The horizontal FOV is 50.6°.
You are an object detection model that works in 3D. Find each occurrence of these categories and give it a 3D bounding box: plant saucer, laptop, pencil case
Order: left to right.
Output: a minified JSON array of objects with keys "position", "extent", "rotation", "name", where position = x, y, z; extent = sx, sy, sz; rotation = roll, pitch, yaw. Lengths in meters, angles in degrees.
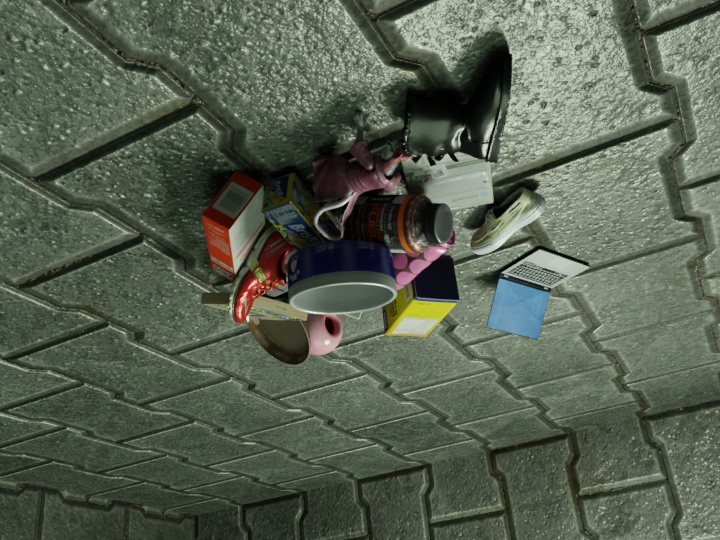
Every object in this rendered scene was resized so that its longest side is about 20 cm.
[{"position":[-0.188,0.129,1.774],"extent":[0.032,0.201,0.200],"rotation":[-41,180,-41],"name":"plant saucer"},{"position":[0.115,-0.044,1.571],"extent":[0.091,0.094,0.200],"rotation":[48,136,-3],"name":"pencil case"},{"position":[0.419,0.059,1.793],"extent":[0.185,0.118,0.199],"rotation":[14,146,-35],"name":"laptop"}]

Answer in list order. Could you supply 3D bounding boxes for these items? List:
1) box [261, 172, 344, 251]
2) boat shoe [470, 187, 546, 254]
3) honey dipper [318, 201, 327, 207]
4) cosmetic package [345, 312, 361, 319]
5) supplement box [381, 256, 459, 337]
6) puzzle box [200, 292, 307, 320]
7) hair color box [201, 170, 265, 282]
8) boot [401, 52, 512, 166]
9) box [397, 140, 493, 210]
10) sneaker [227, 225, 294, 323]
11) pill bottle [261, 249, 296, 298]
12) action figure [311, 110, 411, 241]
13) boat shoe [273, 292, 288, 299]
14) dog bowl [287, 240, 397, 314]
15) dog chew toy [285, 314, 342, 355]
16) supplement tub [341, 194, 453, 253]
[{"position":[-0.101,-0.084,1.395],"extent":[0.063,0.071,0.200],"rotation":[-13,142,22],"name":"box"},{"position":[0.283,-0.103,1.528],"extent":[0.062,0.073,0.200],"rotation":[34,134,-17],"name":"boat shoe"},{"position":[-0.064,-0.134,1.419],"extent":[0.037,0.038,0.200],"rotation":[9,145,-27],"name":"honey dipper"},{"position":[-0.037,0.053,1.620],"extent":[0.100,0.072,0.200],"rotation":[20,177,0],"name":"cosmetic package"},{"position":[0.131,0.061,1.742],"extent":[0.107,0.111,0.200],"rotation":[4,150,-19],"name":"supplement box"},{"position":[-0.221,0.077,1.601],"extent":[0.131,0.026,0.199],"rotation":[0,167,35],"name":"puzzle box"},{"position":[-0.228,-0.075,1.396],"extent":[0.063,0.112,0.201],"rotation":[27,152,11],"name":"hair color box"},{"position":[0.149,-0.252,1.196],"extent":[0.160,0.074,0.200],"rotation":[8,136,5],"name":"boot"},{"position":[0.158,-0.175,1.376],"extent":[0.153,0.042,0.201],"rotation":[-10,151,9],"name":"box"},{"position":[-0.184,0.016,1.443],"extent":[0.084,0.202,0.077],"rotation":[28,-176,9],"name":"sneaker"},{"position":[-0.168,-0.007,1.552],"extent":[0.198,0.108,0.106],"rotation":[-25,147,32],"name":"pill bottle"},{"position":[-0.004,-0.157,1.258],"extent":[0.198,0.151,0.133],"rotation":[-15,138,45],"name":"action figure"},{"position":[-0.178,0.033,1.664],"extent":[0.198,0.074,0.065],"rotation":[-21,144,25],"name":"boat shoe"},{"position":[-0.035,0.016,1.386],"extent":[0.196,0.080,0.200],"rotation":[-5,162,-2],"name":"dog bowl"},{"position":[-0.137,0.152,1.855],"extent":[0.198,0.127,0.124],"rotation":[-19,151,39],"name":"dog chew toy"},{"position":[0.068,-0.086,1.392],"extent":[0.197,0.109,0.107],"rotation":[1,161,36],"name":"supplement tub"}]
